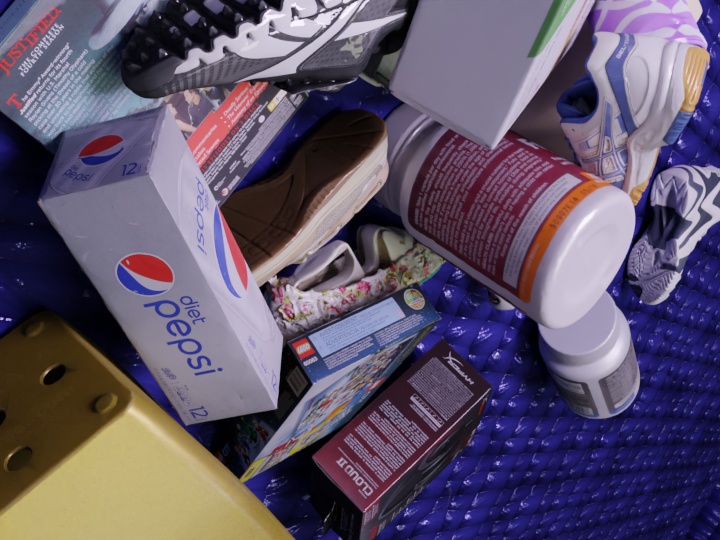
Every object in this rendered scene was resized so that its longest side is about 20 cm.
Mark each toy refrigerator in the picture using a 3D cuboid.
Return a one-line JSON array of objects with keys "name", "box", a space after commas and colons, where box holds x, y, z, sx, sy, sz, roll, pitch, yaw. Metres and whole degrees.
[{"name": "toy refrigerator", "box": [0.203, -0.159, 0.785, 0.070, 0.076, 0.202, 25, 97, -54]}]

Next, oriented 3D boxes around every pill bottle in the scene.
[{"name": "pill bottle", "box": [0.286, 0.101, 1.152, 0.114, 0.113, 0.200, -48, 146, -9]}, {"name": "pill bottle", "box": [0.103, -0.053, 0.721, 0.113, 0.199, 0.116, -31, 140, -30]}]

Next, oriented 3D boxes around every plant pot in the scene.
[{"name": "plant pot", "box": [-0.182, 0.150, 0.564, 0.199, 0.199, 0.178, -39, 132, -21]}]

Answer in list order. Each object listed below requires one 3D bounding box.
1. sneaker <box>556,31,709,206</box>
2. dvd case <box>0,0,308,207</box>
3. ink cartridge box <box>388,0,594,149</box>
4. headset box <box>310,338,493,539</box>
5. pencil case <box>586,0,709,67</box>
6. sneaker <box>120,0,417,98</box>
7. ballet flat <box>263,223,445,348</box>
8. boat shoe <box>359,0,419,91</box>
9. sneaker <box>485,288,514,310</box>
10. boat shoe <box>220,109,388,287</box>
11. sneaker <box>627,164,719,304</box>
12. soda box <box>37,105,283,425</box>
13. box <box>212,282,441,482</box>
[{"name": "sneaker", "box": [0.189, -0.109, 0.695, 0.201, 0.087, 0.076, 96, 15, -61]}, {"name": "dvd case", "box": [-0.122, -0.112, 0.555, 0.147, 0.022, 0.200, -52, 147, -5]}, {"name": "ink cartridge box", "box": [0.111, -0.195, 0.604, 0.200, 0.083, 0.146, -51, 167, -49]}, {"name": "headset box", "box": [0.031, 0.185, 0.916, 0.199, 0.077, 0.150, -40, 158, -24]}, {"name": "pencil case", "box": [0.211, -0.238, 0.708, 0.084, 0.204, 0.084, -6, 168, -18]}, {"name": "sneaker", "box": [-0.041, -0.134, 0.538, 0.198, 0.066, 0.091, -31, 135, -17]}, {"name": "ballet flat", "box": [0.000, 0.000, 0.759, 0.199, 0.075, 0.065, -31, 122, -37]}, {"name": "boat shoe", "box": [0.013, -0.171, 0.634, 0.199, 0.060, 0.076, 16, 106, -55]}, {"name": "sneaker", "box": [0.156, -0.001, 0.941, 0.199, 0.074, 0.089, 22, 99, -55]}, {"name": "boat shoe", "box": [-0.051, -0.033, 0.667, 0.200, 0.072, 0.065, -45, 147, -21]}, {"name": "sneaker", "box": [0.438, -0.054, 1.237, 0.128, 0.079, 0.202, -17, 121, -31]}, {"name": "soda box", "box": [-0.109, 0.006, 0.550, 0.067, 0.064, 0.202, -11, 133, 11]}, {"name": "box", "box": [-0.033, 0.098, 0.755, 0.135, 0.038, 0.201, -24, 160, -39]}]
